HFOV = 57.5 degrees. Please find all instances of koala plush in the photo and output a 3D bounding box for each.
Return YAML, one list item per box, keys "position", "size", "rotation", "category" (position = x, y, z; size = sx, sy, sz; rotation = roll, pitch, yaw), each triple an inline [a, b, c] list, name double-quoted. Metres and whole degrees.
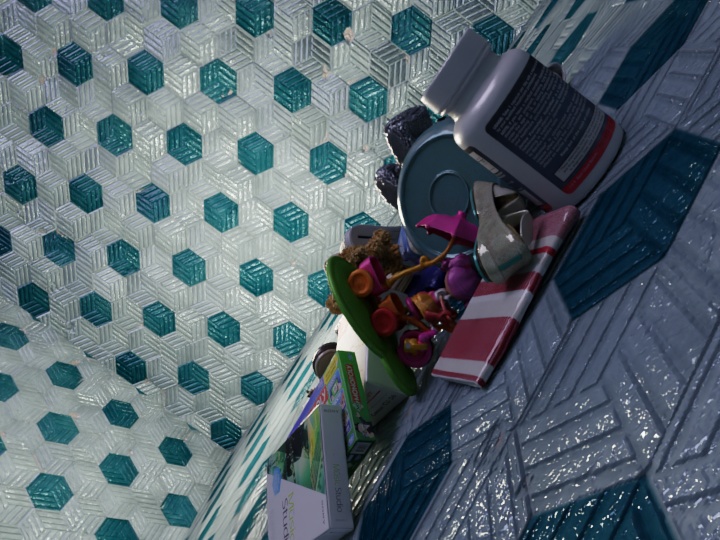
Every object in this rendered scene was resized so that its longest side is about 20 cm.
- position: [0.151, -0.170, 1.005]
  size: [0.199, 0.184, 0.178]
  rotation: [-39, -16, -24]
  category: "koala plush"

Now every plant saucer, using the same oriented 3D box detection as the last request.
- position: [0.121, -0.096, 0.858]
  size: [0.027, 0.201, 0.201]
  rotation: [-10, -34, -48]
  category: "plant saucer"

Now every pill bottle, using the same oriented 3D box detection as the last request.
- position: [0.169, -0.164, 0.711]
  size: [0.121, 0.198, 0.120]
  rotation: [-54, 5, 6]
  category: "pill bottle"

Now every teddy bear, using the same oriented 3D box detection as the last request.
- position: [0.000, 0.000, 0.994]
  size: [0.199, 0.067, 0.146]
  rotation: [-26, -21, -52]
  category: "teddy bear"

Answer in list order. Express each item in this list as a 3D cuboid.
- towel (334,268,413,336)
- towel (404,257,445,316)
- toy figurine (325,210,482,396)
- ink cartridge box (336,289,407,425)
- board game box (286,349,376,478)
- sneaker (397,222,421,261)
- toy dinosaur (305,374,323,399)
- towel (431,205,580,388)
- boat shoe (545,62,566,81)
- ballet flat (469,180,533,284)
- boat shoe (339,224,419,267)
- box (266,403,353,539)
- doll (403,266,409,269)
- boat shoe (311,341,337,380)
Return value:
- position: [0.018, 0.055, 1.129]
  size: [0.134, 0.034, 0.199]
  rotation: [-57, 12, -17]
  category: "towel"
- position: [0.139, -0.021, 1.068]
  size: [0.202, 0.049, 0.147]
  rotation: [-59, 11, -25]
  category: "towel"
- position: [0.084, 0.020, 0.803]
  size: [0.182, 0.203, 0.150]
  rotation: [-34, -10, 16]
  category: "toy figurine"
- position: [0.014, 0.136, 0.914]
  size: [0.117, 0.066, 0.203]
  rotation: [128, 154, -47]
  category: "ink cartridge box"
- position: [-0.045, 0.223, 0.863]
  size: [0.202, 0.028, 0.136]
  rotation: [-61, 31, 35]
  category: "board game box"
- position: [0.108, -0.098, 1.115]
  size: [0.089, 0.078, 0.202]
  rotation: [-38, 18, 53]
  category: "sneaker"
- position: [-0.016, 0.190, 1.053]
  size: [0.135, 0.086, 0.199]
  rotation: [-39, -3, 38]
  category: "toy dinosaur"
- position: [0.150, 0.031, 0.692]
  size: [0.202, 0.022, 0.144]
  rotation: [-59, 6, -11]
  category: "towel"
- position: [0.298, -0.293, 1.071]
  size: [0.066, 0.073, 0.201]
  rotation: [-57, 4, 38]
  category: "boat shoe"
- position: [0.159, -0.052, 0.718]
  size: [0.062, 0.068, 0.202]
  rotation: [-29, 25, 23]
  category: "ballet flat"
- position: [0.056, -0.042, 1.164]
  size: [0.071, 0.195, 0.074]
  rotation: [145, 132, -63]
  category: "boat shoe"
- position: [-0.070, 0.276, 0.822]
  size: [0.201, 0.036, 0.147]
  rotation: [-51, 37, 45]
  category: "box"
- position: [0.079, -0.006, 1.299]
  size: [0.133, 0.050, 0.200]
  rotation: [-19, -10, 7]
  category: "doll"
- position: [-0.052, 0.162, 1.182]
  size: [0.067, 0.057, 0.200]
  rotation: [-41, -26, -1]
  category: "boat shoe"
